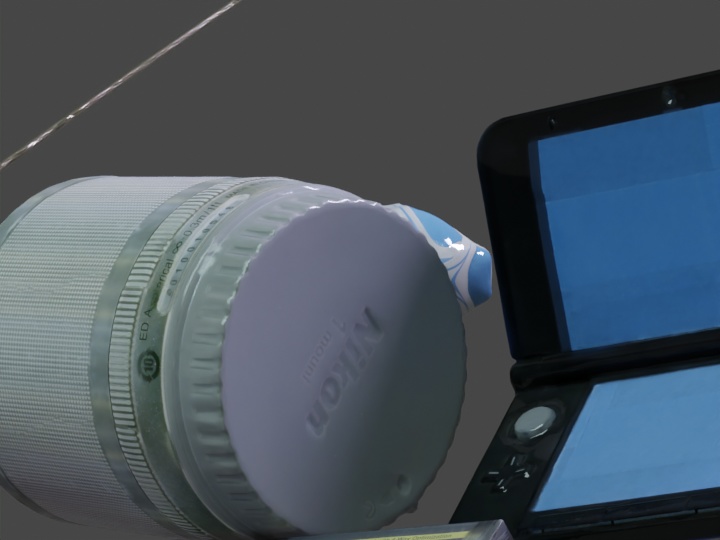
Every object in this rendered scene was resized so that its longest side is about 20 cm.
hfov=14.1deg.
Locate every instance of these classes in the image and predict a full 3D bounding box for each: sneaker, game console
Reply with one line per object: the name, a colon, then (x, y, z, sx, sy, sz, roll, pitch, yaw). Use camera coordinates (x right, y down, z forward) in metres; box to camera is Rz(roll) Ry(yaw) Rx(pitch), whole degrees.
sneaker: (0.000, 0.000, 1.413, 0.072, 0.072, 0.200, 4, 4, -24)
game console: (0.123, 0.016, 1.176, 0.199, 0.119, 0.171, -12, 29, 33)

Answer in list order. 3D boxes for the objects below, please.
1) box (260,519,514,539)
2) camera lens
box: (-0.046, 0.171, 1.143, 0.199, 0.049, 0.162, -9, 33, 36)
camera lens: (-0.072, 0.039, 1.284, 0.199, 0.161, 0.160, 2, 39, 48)
